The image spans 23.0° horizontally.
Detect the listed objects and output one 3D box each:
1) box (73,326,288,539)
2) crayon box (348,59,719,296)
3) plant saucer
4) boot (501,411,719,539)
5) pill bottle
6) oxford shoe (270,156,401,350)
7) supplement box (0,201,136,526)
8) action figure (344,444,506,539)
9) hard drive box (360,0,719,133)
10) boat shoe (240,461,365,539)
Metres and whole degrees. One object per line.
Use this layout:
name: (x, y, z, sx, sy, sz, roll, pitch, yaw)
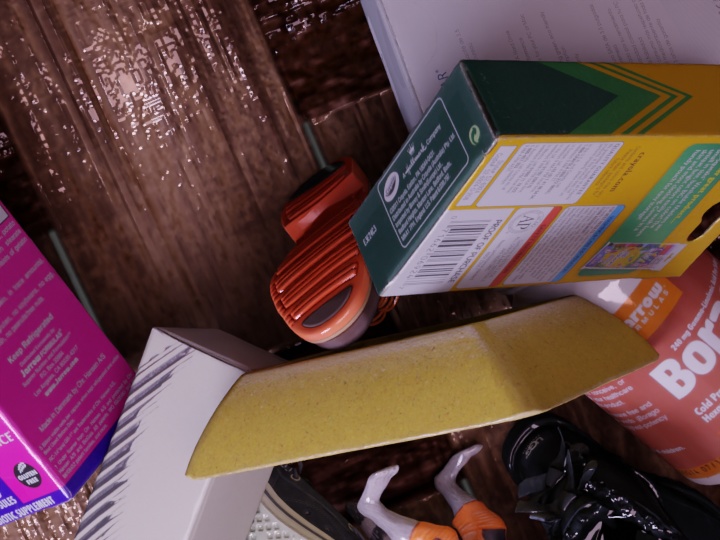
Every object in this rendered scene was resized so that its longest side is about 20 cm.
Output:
box: (-0.105, 0.135, 0.984, 0.068, 0.082, 0.200, 23, 95, 22)
crayon box: (0.110, -0.046, 0.890, 0.200, 0.052, 0.126, -2, 146, -33)
plant saucer: (0.033, 0.055, 0.931, 0.200, 0.200, 0.048, -14, 90, 27)
boot: (0.173, 0.164, 1.047, 0.198, 0.162, 0.073, 35, 95, -15)
pill bottle: (0.163, 0.027, 1.037, 0.200, 0.112, 0.112, 39, 96, -15)
oxford shoe: (0.000, 0.000, 0.964, 0.071, 0.200, 0.073, -36, 108, 15)
supplement box: (-0.226, 0.036, 0.977, 0.101, 0.103, 0.200, -25, 108, 36)
action figure: (0.080, 0.205, 1.060, 0.105, 0.200, 0.194, -29, 77, 15)
hard drive box: (0.114, -0.135, 0.970, 0.200, 0.077, 0.156, -17, 69, -3)
boat shoe: (-0.062, 0.143, 1.042, 0.200, 0.062, 0.075, 39, 104, 18)
